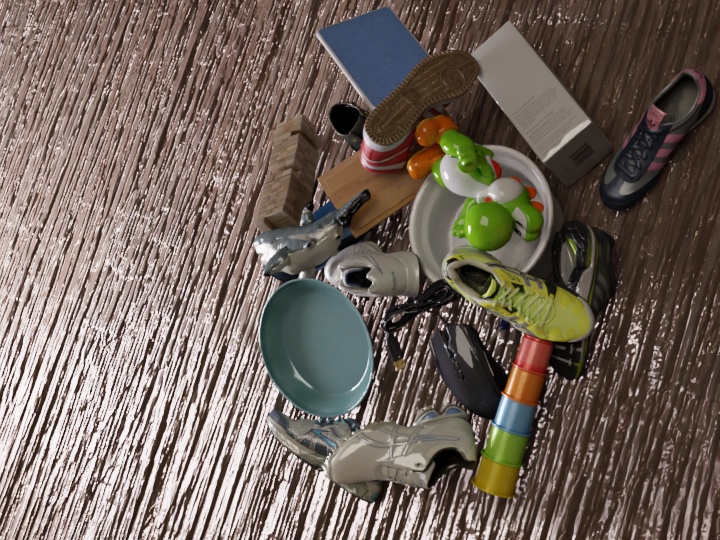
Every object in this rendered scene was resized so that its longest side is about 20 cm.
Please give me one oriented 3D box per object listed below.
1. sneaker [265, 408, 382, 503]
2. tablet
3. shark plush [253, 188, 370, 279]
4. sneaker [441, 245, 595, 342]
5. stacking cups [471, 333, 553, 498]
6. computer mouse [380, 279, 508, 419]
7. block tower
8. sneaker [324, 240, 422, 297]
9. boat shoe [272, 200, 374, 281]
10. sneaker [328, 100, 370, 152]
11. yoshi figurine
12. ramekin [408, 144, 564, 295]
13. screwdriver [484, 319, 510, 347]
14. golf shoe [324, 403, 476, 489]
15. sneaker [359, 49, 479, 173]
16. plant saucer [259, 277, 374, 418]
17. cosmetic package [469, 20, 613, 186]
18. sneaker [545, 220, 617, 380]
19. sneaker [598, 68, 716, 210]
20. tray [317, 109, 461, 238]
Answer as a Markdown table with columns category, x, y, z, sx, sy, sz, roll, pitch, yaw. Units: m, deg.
| category | x | y | z | sx | sy | sz | roll | pitch | yaw |
| --- | --- | --- | --- | --- | --- | --- | --- | --- | --- |
| sneaker | -0.041 | 0.238 | 1.422 | 0.199 | 0.078 | 0.087 | 29 | 79 | 25 |
| tablet | 0.031 | -0.314 | 1.517 | 0.129 | 0.014 | 0.201 | -22 | 55 | -15 |
| shark plush | -0.072 | -0.056 | 1.407 | 0.200 | 0.090 | 0.084 | -40 | 57 | 39 |
| sneaker | 0.184 | 0.036 | 1.237 | 0.199 | 0.076 | 0.076 | 23 | 104 | 14 |
| stacking cups | 0.194 | 0.180 | 1.279 | 0.060 | 0.060 | 0.202 | 21 | 99 | 32 |
| computer mouse | 0.104 | 0.121 | 1.329 | 0.140 | 0.046 | 0.201 | -23 | 99 | 30 |
| block tower | -0.104 | -0.137 | 1.525 | 0.057 | 0.054 | 0.201 | -17 | 48 | 32 |
| sneaker | 0.000 | 0.000 | 1.390 | 0.199 | 0.086 | 0.075 | 2 | 97 | 59 |
| boat shoe | -0.048 | -0.049 | 1.503 | 0.199 | 0.069 | 0.085 | -25 | 57 | 20 |
| sneaker | 0.043 | -0.174 | 1.460 | 0.199 | 0.106 | 0.075 | 25 | 88 | 32 |
| yoshi figurine | 0.134 | -0.097 | 1.276 | 0.200 | 0.112 | 0.112 | 44 | 102 | 26 |
| ramekin | 0.173 | -0.055 | 1.360 | 0.199 | 0.098 | 0.202 | -8 | 72 | 28 |
| screwdriver | 0.176 | 0.088 | 1.334 | 0.201 | 0.028 | 0.029 | -58 | 46 | 25 |
| golf shoe | 0.053 | 0.240 | 1.307 | 0.198 | 0.079 | 0.098 | -20 | 41 | -1 |
| sneaker | 0.072 | -0.207 | 1.362 | 0.200 | 0.113 | 0.071 | -40 | 78 | -21 |
| plant saucer | -0.055 | 0.105 | 1.444 | 0.199 | 0.036 | 0.202 | 9 | 107 | 32 |
| cosmetic package | 0.237 | -0.222 | 1.366 | 0.085 | 0.107 | 0.201 | -41 | 59 | 15 |
| sneaker | 0.283 | 0.040 | 1.287 | 0.074 | 0.080 | 0.202 | 21 | 107 | 54 |
| sneaker | 0.364 | -0.170 | 1.295 | 0.070 | 0.082 | 0.201 | 39 | 97 | 31 |
| tray | 0.050 | -0.141 | 1.415 | 0.199 | 0.037 | 0.099 | -34 | 91 | 5 |
